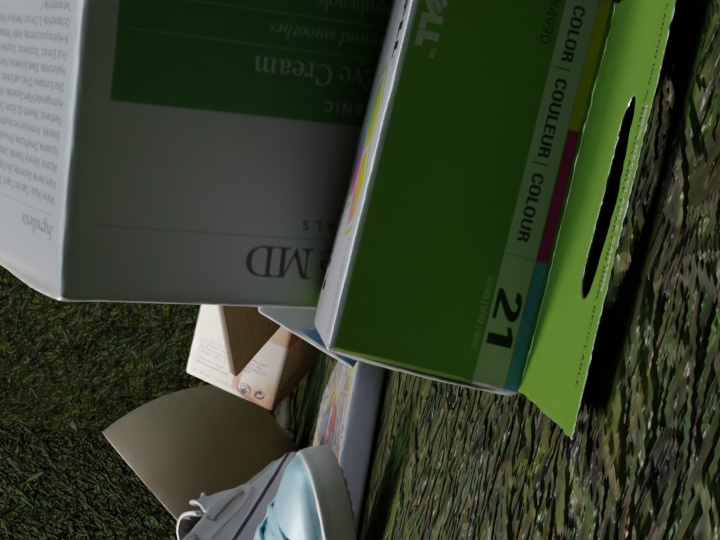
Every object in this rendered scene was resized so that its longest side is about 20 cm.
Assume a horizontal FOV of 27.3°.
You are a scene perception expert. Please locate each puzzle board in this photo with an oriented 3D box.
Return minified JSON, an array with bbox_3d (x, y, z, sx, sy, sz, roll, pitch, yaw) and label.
[{"bbox_3d":[-0.055,-0.028,1.048,0.151,0.017,0.200,-49,-21,-24],"label":"puzzle board"}]

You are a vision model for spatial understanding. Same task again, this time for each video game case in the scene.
[{"bbox_3d":[-0.018,0.137,0.995,0.182,0.023,0.201,113,170,-59],"label":"video game case"}]

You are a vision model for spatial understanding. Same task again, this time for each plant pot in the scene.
[{"bbox_3d":[-0.141,0.191,1.478,0.134,0.200,0.200,-41,-1,-11],"label":"plant pot"}]

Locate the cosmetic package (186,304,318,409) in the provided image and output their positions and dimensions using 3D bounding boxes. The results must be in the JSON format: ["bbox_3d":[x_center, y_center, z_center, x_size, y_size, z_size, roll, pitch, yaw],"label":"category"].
[{"bbox_3d":[-0.068,-0.002,1.216,0.103,0.087,0.201,-46,-25,-58],"label":"cosmetic package"}]

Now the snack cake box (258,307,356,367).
[{"bbox_3d":[-0.009,-0.022,0.928,0.115,0.067,0.200,-59,6,5],"label":"snack cake box"}]

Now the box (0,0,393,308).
[{"bbox_3d":[-0.068,-0.079,0.685,0.200,0.198,0.172,21,106,61],"label":"box"}]

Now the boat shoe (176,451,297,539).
[{"bbox_3d":[-0.088,0.172,0.971,0.200,0.065,0.074,-49,-23,-64],"label":"boat shoe"}]

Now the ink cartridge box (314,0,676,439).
[{"bbox_3d":[0.039,-0.034,0.514,0.200,0.075,0.149,-139,63,-86],"label":"ink cartridge box"}]

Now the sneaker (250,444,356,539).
[{"bbox_3d":[-0.055,0.189,0.836,0.074,0.082,0.201,-130,43,-53],"label":"sneaker"}]

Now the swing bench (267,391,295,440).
[{"bbox_3d":[-0.125,0.118,1.692,0.199,0.129,0.201,-106,25,-79],"label":"swing bench"}]
